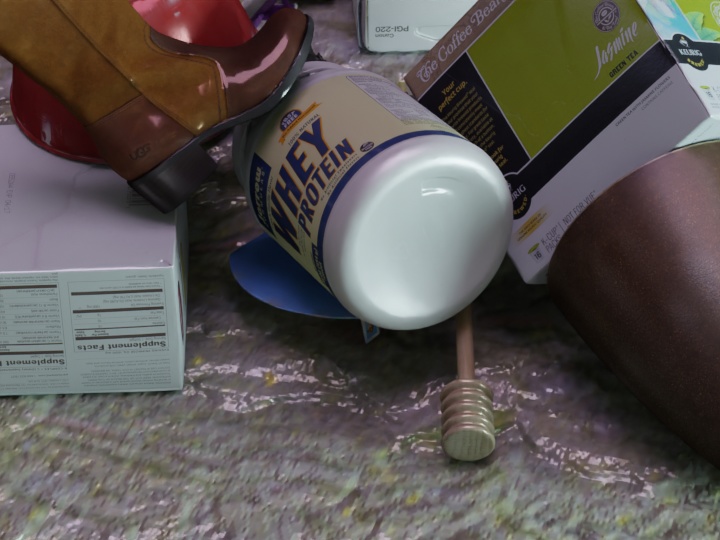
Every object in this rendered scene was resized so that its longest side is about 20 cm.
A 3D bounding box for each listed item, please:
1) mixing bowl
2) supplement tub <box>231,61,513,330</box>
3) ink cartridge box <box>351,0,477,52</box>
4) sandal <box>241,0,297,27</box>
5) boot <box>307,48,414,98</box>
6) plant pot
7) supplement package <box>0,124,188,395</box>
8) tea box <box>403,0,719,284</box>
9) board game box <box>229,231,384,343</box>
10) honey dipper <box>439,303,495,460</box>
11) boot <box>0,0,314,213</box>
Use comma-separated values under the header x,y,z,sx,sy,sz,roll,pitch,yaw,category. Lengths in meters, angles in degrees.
x,y,z,sx,sy,sz,roll,pitch,yaw,category
-0.175,-0.184,1.704,0.200,0.108,0.200,-5,43,5,mixing bowl
0.003,-0.059,1.643,0.145,0.145,0.200,-16,31,-22,supplement tub
0.062,-0.284,2.096,0.145,0.085,0.200,-3,37,-4,ink cartridge box
-0.081,-0.204,1.899,0.050,0.203,0.082,42,56,-6,sandal
0.017,-0.133,1.907,0.174,0.069,0.200,0,38,-9,boot
0.254,0.047,1.562,0.187,0.187,0.200,-14,54,-20,plant pot
-0.206,-0.012,1.676,0.155,0.111,0.200,-2,35,-2,supplement package
0.173,-0.126,1.661,0.134,0.200,0.197,-4,58,-49,tea box
0.000,0.000,1.728,0.158,0.039,0.200,18,35,33,board game box
0.072,0.045,1.622,0.038,0.038,0.200,0,49,-1,honey dipper
-0.150,-0.171,1.609,0.188,0.200,0.068,-47,17,-11,boot
